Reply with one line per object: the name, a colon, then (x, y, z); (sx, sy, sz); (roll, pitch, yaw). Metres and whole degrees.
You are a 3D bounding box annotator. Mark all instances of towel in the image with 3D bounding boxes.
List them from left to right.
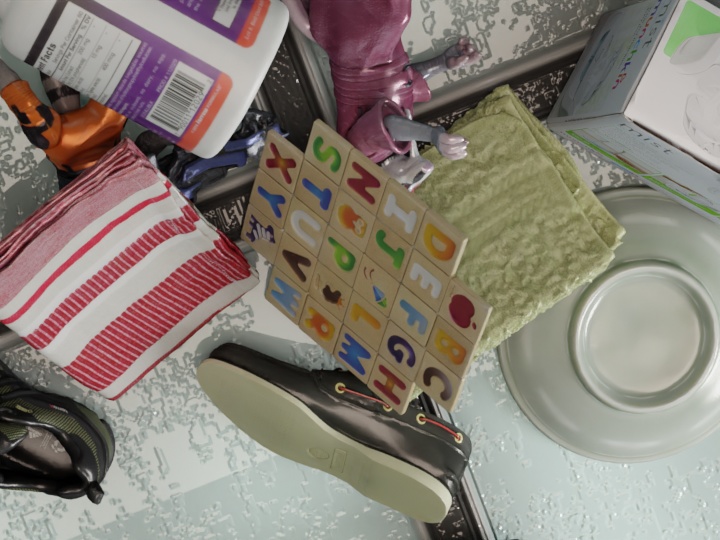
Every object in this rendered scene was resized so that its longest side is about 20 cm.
towel: (-0.159, 0.007, 1.427); (0.144, 0.023, 0.200); (-39, 146, 2)
towel: (0.068, -0.016, 1.490); (0.199, 0.036, 0.149); (-37, 83, -1)

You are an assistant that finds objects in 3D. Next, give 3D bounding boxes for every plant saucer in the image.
plant saucer: (0.196, 0.043, 1.525); (0.198, 0.050, 0.202); (-1, 101, -6)

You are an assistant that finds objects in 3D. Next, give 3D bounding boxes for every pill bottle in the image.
pill bottle: (-0.154, -0.163, 1.347); (0.199, 0.111, 0.112); (29, 97, -11)

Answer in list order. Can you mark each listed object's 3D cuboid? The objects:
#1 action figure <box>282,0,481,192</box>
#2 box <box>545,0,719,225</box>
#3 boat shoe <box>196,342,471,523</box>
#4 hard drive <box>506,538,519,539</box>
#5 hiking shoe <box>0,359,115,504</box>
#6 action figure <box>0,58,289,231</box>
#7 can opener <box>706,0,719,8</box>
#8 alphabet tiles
action figure: (0.002, -0.131, 1.419); (0.148, 0.134, 0.202); (-2, 107, 8)
box: (0.247, -0.090, 1.434); (0.199, 0.176, 0.097); (28, 85, -9)
boat shoe: (-0.018, 0.103, 1.510); (0.200, 0.074, 0.063); (27, 58, 0)
hard drive: (0.035, 0.275, 1.554); (0.199, 0.042, 0.136); (-19, 102, -2)
hiking shoe: (-0.258, 0.097, 1.460); (0.199, 0.101, 0.076); (22, 97, -10)
action figure: (-0.157, -0.089, 1.458); (0.199, 0.104, 0.195); (-23, 111, -27)
can opener: (0.325, -0.169, 1.505); (0.199, 0.053, 0.067); (26, 63, -12)
alphabet tiles: (0.000, 0.000, 1.437); (0.200, 0.006, 0.167); (39, 136, 21)
